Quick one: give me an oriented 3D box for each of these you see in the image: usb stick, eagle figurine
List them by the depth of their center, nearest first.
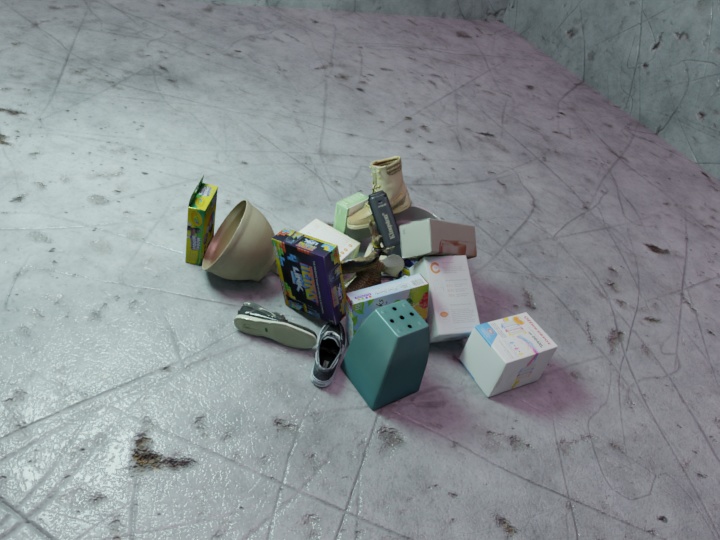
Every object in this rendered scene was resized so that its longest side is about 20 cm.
[{"bbox_3d":[-0.005,0.001,1.605,0.152,0.151,0.200,47,55,-8],"label":"eagle figurine"},{"bbox_3d":[0.072,-0.110,1.685,0.055,0.202,0.033,-20,13,1],"label":"usb stick"}]

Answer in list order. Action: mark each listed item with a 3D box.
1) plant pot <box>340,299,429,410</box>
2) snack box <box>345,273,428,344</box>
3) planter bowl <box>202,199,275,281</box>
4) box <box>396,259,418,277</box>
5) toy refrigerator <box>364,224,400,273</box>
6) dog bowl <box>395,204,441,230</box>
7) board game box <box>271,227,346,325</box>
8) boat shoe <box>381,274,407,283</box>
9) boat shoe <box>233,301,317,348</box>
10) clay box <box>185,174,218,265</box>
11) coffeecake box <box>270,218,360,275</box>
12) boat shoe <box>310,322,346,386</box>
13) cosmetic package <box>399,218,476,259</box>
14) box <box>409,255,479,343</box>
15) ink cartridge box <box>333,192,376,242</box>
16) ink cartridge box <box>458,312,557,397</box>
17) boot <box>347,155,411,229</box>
[{"bbox_3d":[0.067,0.176,1.419,0.140,0.201,0.142,-16,49,-34],"label":"plant pot"},{"bbox_3d":[0.065,0.100,1.525,0.198,0.144,0.053,-14,34,-19],"label":"snack box"},{"bbox_3d":[-0.286,-0.057,1.594,0.134,0.200,0.201,33,32,-25],"label":"planter bowl"},{"bbox_3d":[0.162,-0.026,1.797,0.064,0.071,0.200,27,40,12],"label":"box"},{"bbox_3d":[0.052,-0.059,1.792,0.069,0.076,0.201,19,39,3],"label":"toy refrigerator"},{"bbox_3d":[0.152,-0.112,1.789,0.198,0.059,0.201,12,39,-10],"label":"dog bowl"},{"bbox_3d":[-0.119,0.015,1.508,0.164,0.202,0.057,20,43,33],"label":"board game box"},{"bbox_3d":[0.108,0.051,1.674,0.197,0.068,0.074,19,71,-6],"label":"boat shoe"},{"bbox_3d":[-0.191,0.124,1.487,0.198,0.072,0.068,17,43,3],"label":"boat shoe"},{"bbox_3d":[-0.399,-0.127,1.605,0.047,0.201,0.116,14,39,-4],"label":"clay box"},{"bbox_3d":[-0.118,-0.037,1.704,0.153,0.074,0.200,29,40,16],"label":"coffeecake box"},{"bbox_3d":[-0.070,0.174,1.476,0.071,0.068,0.201,18,38,1],"label":"boat shoe"},{"bbox_3d":[0.203,-0.074,1.647,0.199,0.103,0.088,4,79,-44],"label":"cosmetic package"},{"bbox_3d":[0.212,0.072,1.611,0.123,0.097,0.202,-2,73,-22],"label":"box"},{"bbox_3d":[0.003,-0.153,1.827,0.048,0.147,0.199,30,40,27],"label":"ink cartridge box"},{"bbox_3d":[0.369,0.200,1.563,0.198,0.126,0.129,-12,46,-30],"label":"ink cartridge box"},{"bbox_3d":[0.039,-0.209,1.714,0.198,0.157,0.073,-25,34,-15],"label":"boot"}]
